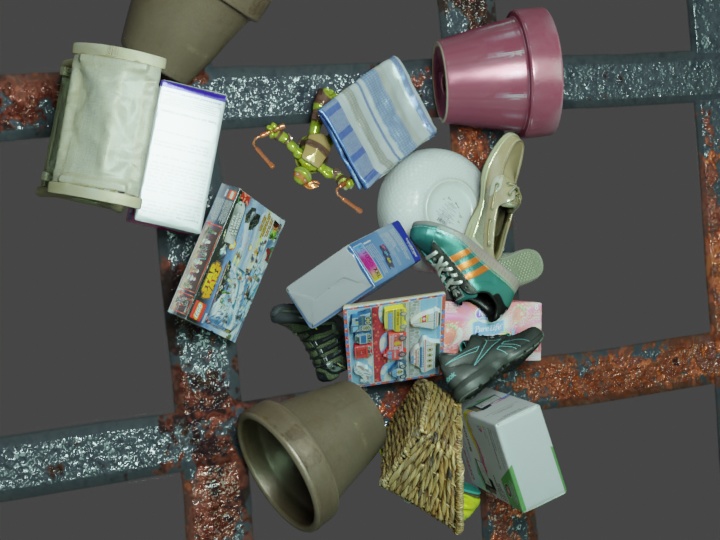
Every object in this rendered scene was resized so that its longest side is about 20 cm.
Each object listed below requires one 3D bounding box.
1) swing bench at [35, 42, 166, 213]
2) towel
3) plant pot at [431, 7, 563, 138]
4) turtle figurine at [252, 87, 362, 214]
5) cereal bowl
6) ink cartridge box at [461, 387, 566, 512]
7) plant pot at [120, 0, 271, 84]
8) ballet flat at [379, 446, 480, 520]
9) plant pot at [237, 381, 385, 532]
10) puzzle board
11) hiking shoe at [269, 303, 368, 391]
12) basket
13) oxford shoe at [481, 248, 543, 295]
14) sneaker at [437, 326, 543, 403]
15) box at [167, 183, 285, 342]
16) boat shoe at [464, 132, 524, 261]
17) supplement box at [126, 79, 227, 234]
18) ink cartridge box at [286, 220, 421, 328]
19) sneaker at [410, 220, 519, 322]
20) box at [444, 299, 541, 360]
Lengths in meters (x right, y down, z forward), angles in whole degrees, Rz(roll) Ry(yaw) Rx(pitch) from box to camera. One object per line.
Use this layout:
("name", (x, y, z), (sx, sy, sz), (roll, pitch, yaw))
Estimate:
("swing bench", (-0.357, -0.191, 1.477), (0.128, 0.200, 0.203), (11, 87, -20))
("towel", (0.031, -0.231, 1.679), (0.200, 0.024, 0.148), (-41, 108, -37))
("plant pot", (0.210, -0.306, 1.706), (0.176, 0.200, 0.204), (-6, 93, -5))
("turtle figurine", (-0.059, -0.186, 1.663), (0.198, 0.064, 0.163), (31, 72, -9))
("cereal bowl", (0.130, -0.096, 1.725), (0.197, 0.083, 0.204), (0, 91, -22))
("ink cartridge box", (0.226, 0.278, 1.703), (0.083, 0.200, 0.147), (-21, 98, -15))
("plant pot", (-0.249, -0.367, 1.539), (0.198, 0.200, 0.176), (29, 98, -18))
("ballet flat", (0.104, 0.349, 1.732), (0.198, 0.067, 0.068), (27, 98, -20))
("plant pot", (-0.060, 0.253, 1.597), (0.173, 0.199, 0.203), (-31, 101, -28))
("puzzle board", (0.052, 0.108, 1.596), (0.148, 0.202, 0.018), (-7, 51, -3))
("hiking shoe", (-0.055, 0.117, 1.660), (0.197, 0.076, 0.102), (23, 79, -20))
("basket", (0.125, 0.266, 1.630), (0.148, 0.200, 0.144), (31, 106, -5))
("oxford shoe", (0.212, 0.008, 1.750), (0.198, 0.057, 0.077), (-12, 88, -36))
("sneaker", (0.201, 0.123, 1.648), (0.198, 0.076, 0.080), (-26, 69, -35))
("box", (-0.194, -0.009, 1.586), (0.137, 0.039, 0.203), (36, 74, -59))
("boat shoe", (0.221, -0.113, 1.681), (0.072, 0.064, 0.203), (20, 89, -51))
("supplement box", (-0.267, -0.160, 1.564), (0.102, 0.101, 0.204), (10, 87, -20))
("ink cartridge box", (0.000, 0.000, 1.616), (0.077, 0.136, 0.200), (57, 31, 1))
("sneaker", (0.151, 0.002, 1.647), (0.198, 0.071, 0.081), (34, 66, -12))
("box", (0.183, 0.096, 1.736), (0.196, 0.102, 0.097), (1, 90, -20))
